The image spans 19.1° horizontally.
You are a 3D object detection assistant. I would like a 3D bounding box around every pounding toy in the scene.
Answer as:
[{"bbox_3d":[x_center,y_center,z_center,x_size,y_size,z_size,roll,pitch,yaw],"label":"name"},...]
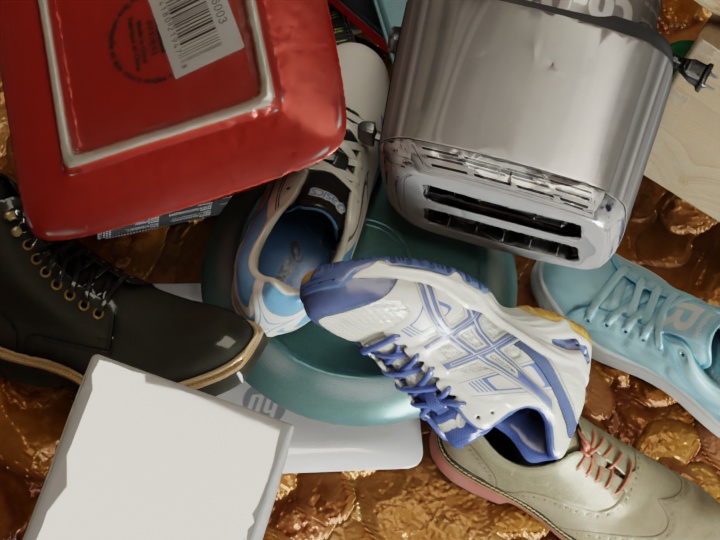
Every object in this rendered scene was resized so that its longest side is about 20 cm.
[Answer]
[{"bbox_3d":[0.264,-0.118,1.380,0.199,0.143,0.184,32,30,5],"label":"pounding toy"}]

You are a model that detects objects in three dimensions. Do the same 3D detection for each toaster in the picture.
[{"bbox_3d":[0.102,-0.084,1.277,0.199,0.114,0.130,15,71,7],"label":"toaster"}]

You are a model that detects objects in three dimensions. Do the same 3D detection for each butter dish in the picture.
[{"bbox_3d":[-0.098,-0.113,1.266,0.199,0.148,0.201,-17,69,12],"label":"butter dish"}]

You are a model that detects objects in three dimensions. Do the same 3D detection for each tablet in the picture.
[{"bbox_3d":[-0.063,0.067,1.359,0.199,0.014,0.131,-1,67,-9],"label":"tablet"}]

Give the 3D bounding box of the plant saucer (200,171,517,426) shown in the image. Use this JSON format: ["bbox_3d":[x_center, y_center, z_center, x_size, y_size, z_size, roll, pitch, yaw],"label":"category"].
[{"bbox_3d":[0.000,0.000,1.331,0.199,0.027,0.201,2,62,-3],"label":"plant saucer"}]

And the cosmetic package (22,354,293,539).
[{"bbox_3d":[-0.130,0.183,1.189,0.122,0.199,0.201,18,67,-1],"label":"cosmetic package"}]

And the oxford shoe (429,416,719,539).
[{"bbox_3d":[0.141,0.130,1.329,0.199,0.075,0.071,19,65,0],"label":"oxford shoe"}]

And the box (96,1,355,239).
[{"bbox_3d":[-0.097,-0.119,1.416,0.199,0.044,0.161,-14,71,-13],"label":"box"}]

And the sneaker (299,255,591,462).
[{"bbox_3d":[0.053,0.054,1.243,0.199,0.075,0.089,19,68,-26],"label":"sneaker"}]

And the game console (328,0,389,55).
[{"bbox_3d":[0.044,-0.241,1.455,0.177,0.031,0.201,41,62,-26],"label":"game console"}]

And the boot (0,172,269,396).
[{"bbox_3d":[-0.163,0.005,1.253,0.199,0.139,0.078,1,39,28],"label":"boot"}]

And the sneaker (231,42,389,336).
[{"bbox_3d":[-0.020,-0.053,1.295,0.072,0.072,0.201,27,66,-17],"label":"sneaker"}]

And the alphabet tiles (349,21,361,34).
[{"bbox_3d":[0.001,-0.248,1.514,0.199,0.006,0.167,-18,71,-16],"label":"alphabet tiles"}]

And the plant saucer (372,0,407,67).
[{"bbox_3d":[0.057,-0.127,1.368,0.070,0.019,0.201,-15,67,-2],"label":"plant saucer"}]

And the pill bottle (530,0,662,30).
[{"bbox_3d":[0.134,-0.136,1.420,0.113,0.114,0.201,14,74,-3],"label":"pill bottle"}]

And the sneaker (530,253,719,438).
[{"bbox_3d":[0.204,0.035,1.378,0.199,0.082,0.074,32,64,6],"label":"sneaker"}]
